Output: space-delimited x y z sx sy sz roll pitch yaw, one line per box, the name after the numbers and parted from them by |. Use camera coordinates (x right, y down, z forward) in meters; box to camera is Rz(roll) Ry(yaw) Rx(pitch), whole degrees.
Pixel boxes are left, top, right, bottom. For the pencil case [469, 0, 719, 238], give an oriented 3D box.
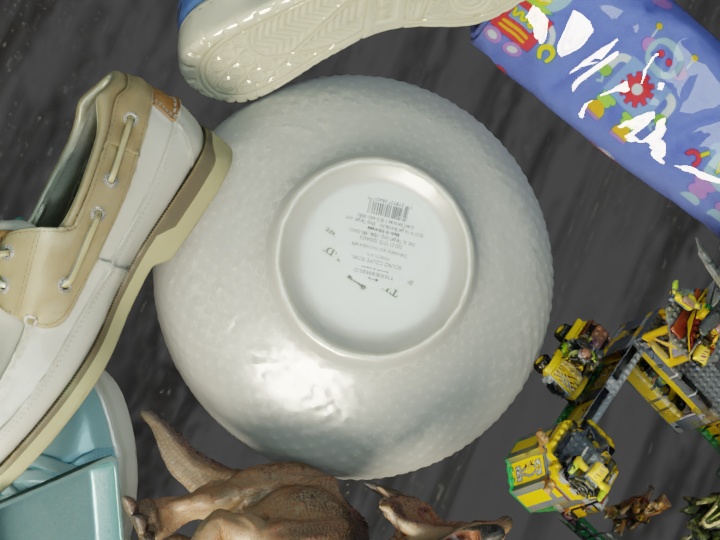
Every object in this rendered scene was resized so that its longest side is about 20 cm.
0.149 -0.093 0.802 0.200 0.078 0.087 38 113 -3 | pencil case

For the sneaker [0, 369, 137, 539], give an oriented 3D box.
-0.154 0.136 0.724 0.073 0.082 0.202 8 81 14 | sneaker

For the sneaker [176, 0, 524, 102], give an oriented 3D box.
0.002 -0.162 0.763 0.199 0.077 0.112 -21 53 19 | sneaker

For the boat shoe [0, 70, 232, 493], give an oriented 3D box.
-0.136 0.004 0.704 0.068 0.074 0.201 41 66 -26 | boat shoe

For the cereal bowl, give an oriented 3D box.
0.000 0.000 0.770 0.198 0.083 0.202 1 83 -7 | cereal bowl

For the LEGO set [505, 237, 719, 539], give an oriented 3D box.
0.177 0.095 0.740 0.154 0.116 0.200 -41 95 -32 | LEGO set

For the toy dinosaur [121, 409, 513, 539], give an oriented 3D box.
-0.024 0.118 0.716 0.135 0.200 0.086 -25 123 -19 | toy dinosaur

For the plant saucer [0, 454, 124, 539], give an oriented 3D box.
-0.130 0.182 0.706 0.070 0.019 0.202 -21 117 -46 | plant saucer

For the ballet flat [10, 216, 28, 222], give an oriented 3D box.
-0.207 0.043 0.719 0.199 0.067 0.064 -33 88 -32 | ballet flat
